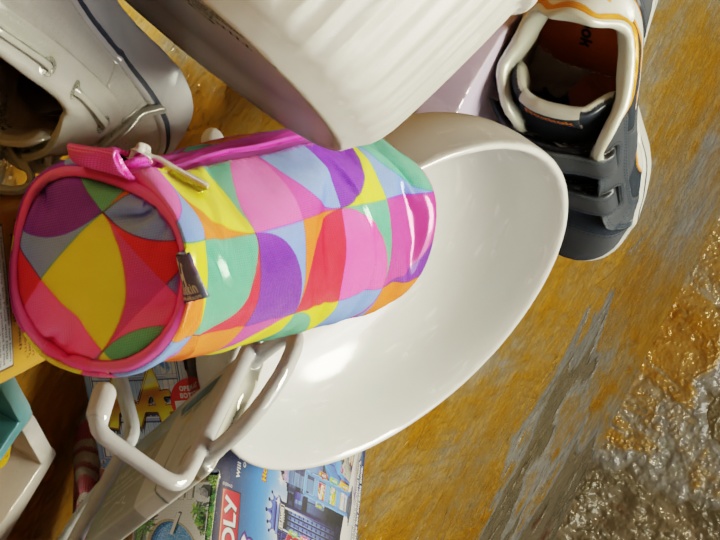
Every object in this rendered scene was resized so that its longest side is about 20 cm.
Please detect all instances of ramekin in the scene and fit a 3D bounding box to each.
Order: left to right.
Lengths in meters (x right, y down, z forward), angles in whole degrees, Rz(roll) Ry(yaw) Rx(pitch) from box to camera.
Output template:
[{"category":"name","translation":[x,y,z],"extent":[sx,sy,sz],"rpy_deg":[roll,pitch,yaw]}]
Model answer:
[{"category":"ramekin","translation":[-0.036,-0.133,0.918],"extent":[0.105,0.200,0.200],"rpy_deg":[-50,165,-5]}]

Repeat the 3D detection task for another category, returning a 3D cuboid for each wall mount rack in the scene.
[{"category":"wall mount rack","translation":[-0.096,0.043,1.103],"extent":[0.200,0.074,0.174],"rpy_deg":[-39,-160,44]}]

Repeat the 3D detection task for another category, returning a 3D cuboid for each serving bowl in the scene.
[{"category":"serving bowl","translation":[0.000,0.000,1.186],"extent":[0.200,0.066,0.200],"rpy_deg":[-30,148,-21]}]

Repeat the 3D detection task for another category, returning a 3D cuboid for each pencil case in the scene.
[{"category":"pencil case","translation":[-0.048,-0.013,0.960],"extent":[0.200,0.088,0.089],"rpy_deg":[-12,129,-61]}]

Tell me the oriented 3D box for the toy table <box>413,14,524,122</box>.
[{"category":"toy table","translation":[0.028,-0.120,1.310],"extent":[0.200,0.117,0.184],"rpy_deg":[-43,155,-55]}]

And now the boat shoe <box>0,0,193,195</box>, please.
[{"category":"boat shoe","translation":[-0.124,-0.069,0.957],"extent":[0.086,0.074,0.202],"rpy_deg":[-59,163,-12]}]

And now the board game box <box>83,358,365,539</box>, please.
[{"category":"board game box","translation":[-0.071,0.109,1.250],"extent":[0.200,0.061,0.201],"rpy_deg":[36,56,-56]}]

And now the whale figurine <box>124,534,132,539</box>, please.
[{"category":"whale figurine","translation":[-0.073,0.138,1.455],"extent":[0.201,0.103,0.159],"rpy_deg":[-68,165,4]}]

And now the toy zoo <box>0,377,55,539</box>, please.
[{"category":"toy zoo","translation":[-0.193,0.111,1.152],"extent":[0.131,0.020,0.200],"rpy_deg":[-57,165,-18]}]

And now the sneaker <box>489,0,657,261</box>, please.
[{"category":"sneaker","translation":[0.104,-0.074,1.271],"extent":[0.079,0.078,0.201],"rpy_deg":[-57,155,-46]}]

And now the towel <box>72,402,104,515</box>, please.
[{"category":"towel","translation":[-0.146,0.172,1.252],"extent":[0.200,0.030,0.147],"rpy_deg":[-95,-164,-62]}]

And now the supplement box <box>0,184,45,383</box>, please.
[{"category":"supplement box","translation":[-0.149,0.007,0.946],"extent":[0.200,0.066,0.069],"rpy_deg":[-37,123,-73]}]
